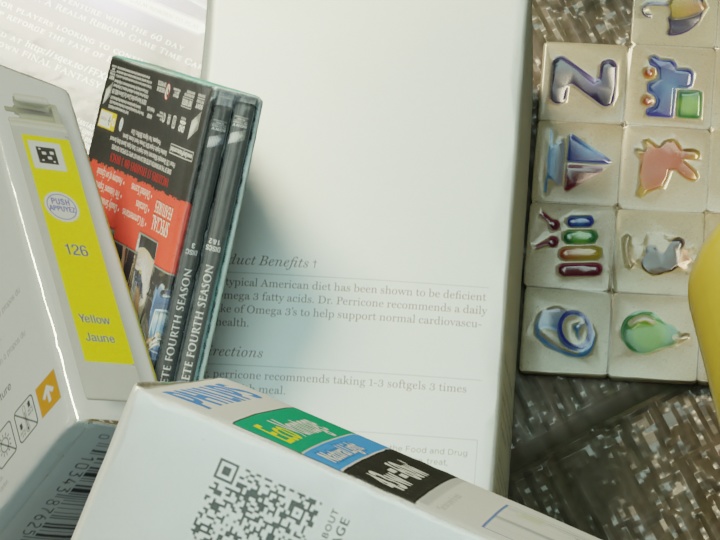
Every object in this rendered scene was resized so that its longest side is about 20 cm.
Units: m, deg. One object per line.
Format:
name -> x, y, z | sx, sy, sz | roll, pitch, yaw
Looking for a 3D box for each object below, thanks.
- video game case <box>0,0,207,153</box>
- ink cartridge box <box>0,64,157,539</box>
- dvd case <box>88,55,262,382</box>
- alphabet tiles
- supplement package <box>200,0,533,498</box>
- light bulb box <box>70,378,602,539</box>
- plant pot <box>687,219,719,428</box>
video game case -> -0.105, -0.114, 1.163 | 0.142, 0.019, 0.201 | 23, 74, 13
ink cartridge box -> -0.149, 0.032, 1.030 | 0.047, 0.198, 0.201 | 9, 47, -32
dvd case -> -0.083, 0.030, 1.018 | 0.022, 0.146, 0.201 | 12, 93, -19
alphabet tiles -> 0.150, -0.052, 1.121 | 0.166, 0.008, 0.201 | 3, 71, 7
supplement package -> 0.000, 0.000, 1.060 | 0.116, 0.117, 0.201 | 3, 72, 6
light bulb box -> -0.003, 0.158, 0.883 | 0.199, 0.125, 0.199 | 23, 92, 8
plant pot -> 0.205, 0.056, 0.986 | 0.200, 0.201, 0.190 | -22, 59, -2
